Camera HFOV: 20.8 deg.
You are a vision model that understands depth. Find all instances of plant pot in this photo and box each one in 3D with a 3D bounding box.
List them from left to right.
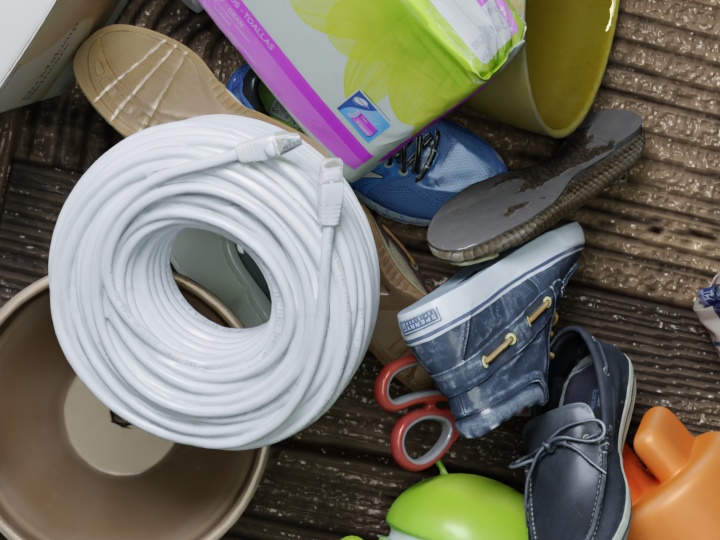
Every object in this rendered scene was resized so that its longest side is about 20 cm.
[{"bbox_3d":[-0.156,0.095,1.270,0.199,0.093,0.203,0,88,-2],"label":"plant pot"},{"bbox_3d":[0.074,-0.194,1.258,0.141,0.200,0.202,9,87,22],"label":"plant pot"}]

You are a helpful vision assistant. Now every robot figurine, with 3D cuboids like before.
[{"bbox_3d":[0.058,0.223,1.265,0.174,0.116,0.202,16,87,-9],"label":"robot figurine"},{"bbox_3d":[0.232,0.186,1.275,0.144,0.117,0.201,-38,91,-19],"label":"robot figurine"}]

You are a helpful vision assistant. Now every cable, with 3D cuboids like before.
[{"bbox_3d":[-0.087,0.006,1.160,0.198,0.069,0.202,0,112,17],"label":"cable"}]

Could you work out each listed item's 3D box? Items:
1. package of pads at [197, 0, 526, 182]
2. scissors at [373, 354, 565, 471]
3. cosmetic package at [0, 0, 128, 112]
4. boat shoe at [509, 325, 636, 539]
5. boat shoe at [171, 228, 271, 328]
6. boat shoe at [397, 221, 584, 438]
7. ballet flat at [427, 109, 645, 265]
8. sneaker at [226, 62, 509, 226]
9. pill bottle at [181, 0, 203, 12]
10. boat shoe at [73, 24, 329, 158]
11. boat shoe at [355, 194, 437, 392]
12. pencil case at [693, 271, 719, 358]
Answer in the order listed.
[{"bbox_3d":[-0.013,-0.169,1.159,0.200,0.154,0.068,49,48,-7],"label":"package of pads"},{"bbox_3d":[0.095,0.081,1.277,0.198,0.014,0.074,-9,94,-30],"label":"scissors"},{"bbox_3d":[-0.210,-0.160,1.214,0.071,0.200,0.105,37,103,-1],"label":"cosmetic package"},{"bbox_3d":[0.131,0.116,1.224,0.074,0.201,0.062,-21,127,32],"label":"boat shoe"},{"bbox_3d":[-0.080,-0.013,1.305,0.062,0.073,0.201,-20,80,-46],"label":"boat shoe"},{"bbox_3d":[0.097,0.037,1.253,0.071,0.200,0.092,-22,95,37],"label":"boat shoe"},{"bbox_3d":[0.119,-0.047,1.276,0.200,0.067,0.047,-35,131,-37],"label":"ballet flat"},{"bbox_3d":[0.004,-0.084,1.286,0.198,0.089,0.079,19,88,-4],"label":"sneaker"},{"bbox_3d":[-0.064,-0.269,1.278,0.200,0.110,0.110,-44,91,-3],"label":"pill bottle"},{"bbox_3d":[-0.099,-0.081,1.233,0.199,0.069,0.074,37,73,21],"label":"boat shoe"},{"bbox_3d":[0.000,0.000,1.292,0.072,0.072,0.200,-45,97,7],"label":"boat shoe"},{"bbox_3d":[0.295,0.085,1.296,0.077,0.089,0.201,-28,91,-4],"label":"pencil case"}]
